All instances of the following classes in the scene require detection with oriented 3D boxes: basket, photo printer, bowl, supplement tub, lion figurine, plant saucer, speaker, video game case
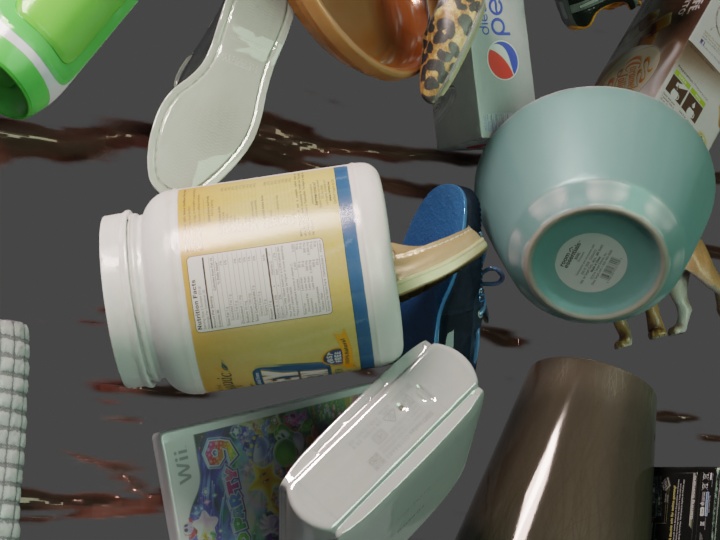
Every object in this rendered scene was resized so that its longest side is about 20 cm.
[{"bbox_3d":[0.172,0.186,1.396,0.179,0.136,0.202,21,67,-7],"label":"basket"},{"bbox_3d":[0.012,0.156,1.234,0.069,0.201,0.166,41,67,16],"label":"photo printer"},{"bbox_3d":[0.190,-0.036,1.363,0.201,0.200,0.106,42,30,-23],"label":"bowl"},{"bbox_3d":[-0.075,0.008,1.194,0.197,0.145,0.147,-8,89,0],"label":"supplement tub"},{"bbox_3d":[0.267,-0.001,1.530,0.199,0.072,0.124,-7,81,-49],"label":"lion figurine"},{"bbox_3d":[-0.013,-0.238,1.333,0.200,0.037,0.202,37,41,-40],"label":"plant saucer"},{"bbox_3d":[-0.205,-0.203,1.207,0.088,0.088,0.201,46,62,-22],"label":"speaker"},{"bbox_3d":[-0.059,0.176,1.304,0.198,0.018,0.145,-11,91,-35],"label":"video game case"}]

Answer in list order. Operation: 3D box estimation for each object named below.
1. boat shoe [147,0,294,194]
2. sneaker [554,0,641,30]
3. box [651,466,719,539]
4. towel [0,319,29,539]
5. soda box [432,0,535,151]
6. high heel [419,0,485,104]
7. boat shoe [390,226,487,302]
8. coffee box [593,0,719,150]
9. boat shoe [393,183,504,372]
[{"bbox_3d":[-0.106,-0.133,1.282,0.075,0.060,0.201,31,69,-7],"label":"boat shoe"},{"bbox_3d":[0.242,-0.277,1.540,0.199,0.078,0.078,-22,110,-31],"label":"sneaker"},{"bbox_3d":[0.267,0.272,1.431,0.085,0.163,0.202,15,75,-32],"label":"box"},{"bbox_3d":[-0.318,0.105,1.095,0.198,0.085,0.168,8,81,-35],"label":"towel"},{"bbox_3d":[0.096,-0.205,1.425,0.063,0.068,0.203,-5,87,-32],"label":"soda box"},{"bbox_3d":[0.032,-0.237,1.339,0.141,0.071,0.202,19,70,-8],"label":"high heel"},{"bbox_3d":[0.000,0.000,1.301,0.198,0.072,0.066,-21,85,-2],"label":"boat shoe"},{"bbox_3d":[0.283,-0.177,1.525,0.080,0.114,0.201,44,63,-22],"label":"coffee box"},{"bbox_3d":[0.068,0.031,1.385,0.068,0.084,0.202,8,96,-41],"label":"boat shoe"}]
